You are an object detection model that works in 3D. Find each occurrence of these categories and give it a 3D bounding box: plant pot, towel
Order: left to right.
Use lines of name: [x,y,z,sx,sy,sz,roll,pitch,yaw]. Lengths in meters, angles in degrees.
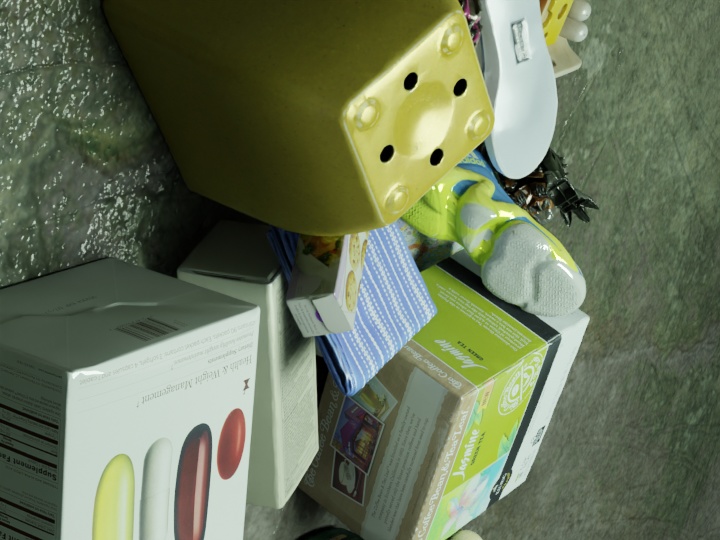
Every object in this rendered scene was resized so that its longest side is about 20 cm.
plant pot: [-0.022,-0.139,1.271,0.195,0.200,0.195,-42,139,-18]
towel: [0.000,0.000,1.412,0.146,0.024,0.200,66,27,-8]

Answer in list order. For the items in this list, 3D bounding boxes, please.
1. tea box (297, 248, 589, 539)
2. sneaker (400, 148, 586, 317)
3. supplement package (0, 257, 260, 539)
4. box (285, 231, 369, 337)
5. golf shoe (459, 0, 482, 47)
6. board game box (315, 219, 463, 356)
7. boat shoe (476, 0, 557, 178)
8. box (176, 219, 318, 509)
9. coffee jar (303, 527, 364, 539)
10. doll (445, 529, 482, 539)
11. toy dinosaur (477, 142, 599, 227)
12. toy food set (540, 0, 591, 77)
tea box: [0.070,0.114,1.583,0.196,0.133,0.201,-27,143,-44]
sneaker: [0.115,-0.049,1.548,0.076,0.200,0.105,-45,-167,36]
supplement package: [-0.185,0.120,1.235,0.191,0.146,0.201,-19,120,-51]
box: [-0.017,-0.038,1.330,0.201,0.038,0.042,-80,155,-45]
golf shoe: [0.064,-0.230,1.454,0.092,0.072,0.201,-46,-159,57]
board game box: [0.027,-0.013,1.592,0.200,0.034,0.135,-19,120,-52]
boat shoe: [0.120,-0.179,1.548,0.073,0.065,0.201,-15,115,-27]
box: [-0.084,0.072,1.408,0.095,0.077,0.201,-53,147,-58]
coffee jar: [0.031,0.299,1.597,0.104,0.199,0.086,-14,117,-53]
doll: [0.078,0.260,1.687,0.048,0.137,0.200,-29,176,-9]
toy dinosaur: [0.139,-0.096,1.668,0.102,0.136,0.200,-35,139,25]
toy food set: [0.204,-0.263,1.662,0.143,0.060,0.201,-27,144,-54]
